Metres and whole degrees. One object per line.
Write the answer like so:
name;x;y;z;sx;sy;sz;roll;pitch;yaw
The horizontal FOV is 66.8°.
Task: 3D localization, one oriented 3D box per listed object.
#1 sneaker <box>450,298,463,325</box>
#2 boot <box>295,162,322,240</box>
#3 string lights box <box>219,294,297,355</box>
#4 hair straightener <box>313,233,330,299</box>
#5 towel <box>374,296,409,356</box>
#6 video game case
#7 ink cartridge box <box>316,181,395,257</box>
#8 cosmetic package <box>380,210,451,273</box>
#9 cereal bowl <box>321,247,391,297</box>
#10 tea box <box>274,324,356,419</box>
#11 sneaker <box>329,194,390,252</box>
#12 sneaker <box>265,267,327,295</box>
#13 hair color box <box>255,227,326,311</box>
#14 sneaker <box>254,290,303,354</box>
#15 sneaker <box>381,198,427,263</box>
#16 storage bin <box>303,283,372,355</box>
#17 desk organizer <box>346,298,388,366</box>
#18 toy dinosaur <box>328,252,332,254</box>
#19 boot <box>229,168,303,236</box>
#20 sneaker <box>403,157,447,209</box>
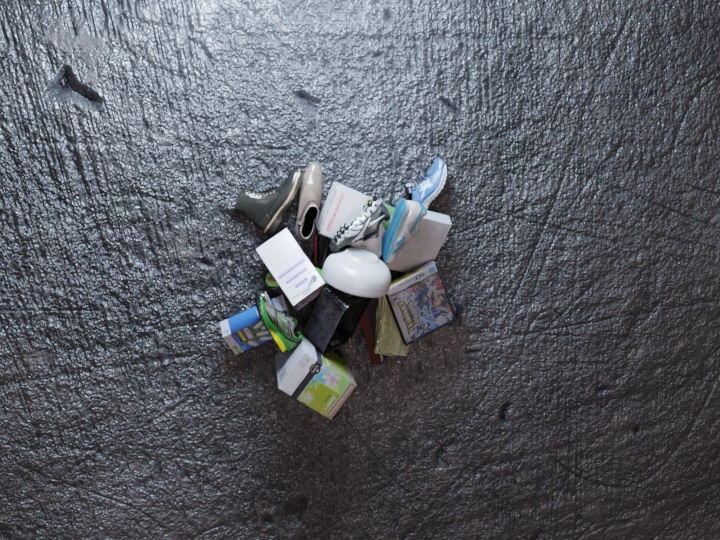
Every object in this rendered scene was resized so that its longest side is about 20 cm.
sneaker;0.260;0.084;1.699;0.111;0.075;0.204;-5;108;-17
boot;-0.135;-0.183;1.487;0.069;0.146;0.204;7;105;-12
string lights box;-0.295;0.158;1.585;0.197;0.059;0.104;-24;140;-4
hair straightener;-0.101;-0.005;1.597;0.075;0.041;0.204;7;107;6
towel;0.105;0.156;1.651;0.147;0.036;0.205;10;84;-42
video game case;0.178;0.097;1.620;0.178;0.025;0.203;-26;109;-9
ink cartridge box;-0.011;-0.146;1.558;0.197;0.088;0.148;20;102;-19
cosmetic package;0.159;-0.083;1.597;0.148;0.052;0.202;13;127;-14
cereal bowl;-0.004;-0.006;1.494;0.196;0.201;0.085;11;111;-15
tea box;-0.136;0.294;1.606;0.195;0.200;0.135;35;98;-19
sneaker;0.005;-0.109;1.491;0.200;0.066;0.091;-44;108;0
sneaker;-0.174;0.037;1.583;0.195;0.078;0.084;6;146;3
hair color box;-0.191;-0.003;1.514;0.108;0.065;0.201;-34;72;-8
sneaker;-0.227;0.132;1.508;0.084;0.078;0.202;-31;121;-8
sneaker;0.116;-0.098;1.497;0.079;0.077;0.202;6;129;-24
storage bin;-0.065;0.126;1.557;0.134;0.094;0.202;-22;147;-49
desk organizer;0.025;0.182;1.660;0.072;0.076;0.204;-37;119;-47
toy dinosaur;0.000;0.000;1.620;0.105;0.061;0.201;-35;111;2
boot;-0.255;-0.213;1.494;0.137;0.078;0.202;29;98;-14
sneaker;0.177;-0.238;1.575;0.088;0.079;0.202;27;100;-21
